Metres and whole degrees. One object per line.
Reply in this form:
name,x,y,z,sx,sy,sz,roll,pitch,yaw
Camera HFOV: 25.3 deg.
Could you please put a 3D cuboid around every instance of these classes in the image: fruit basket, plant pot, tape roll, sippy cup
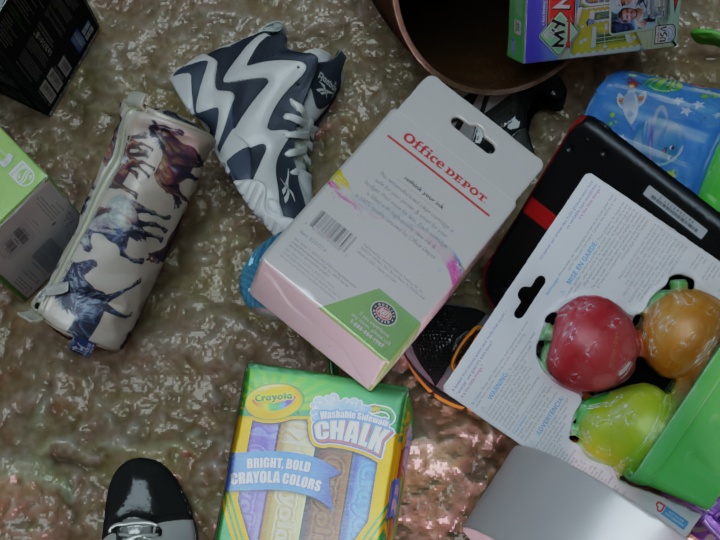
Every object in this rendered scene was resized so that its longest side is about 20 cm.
fruit basket,0.188,0.064,1.118,0.199,0.094,0.186,34,91,8
plant pot,0.068,-0.254,1.239,0.186,0.188,0.200,-37,32,-6
tape roll,0.170,0.206,1.104,0.201,0.203,0.071,33,79,12
sippy cup,0.235,-0.088,1.225,0.129,0.140,0.178,24,54,21

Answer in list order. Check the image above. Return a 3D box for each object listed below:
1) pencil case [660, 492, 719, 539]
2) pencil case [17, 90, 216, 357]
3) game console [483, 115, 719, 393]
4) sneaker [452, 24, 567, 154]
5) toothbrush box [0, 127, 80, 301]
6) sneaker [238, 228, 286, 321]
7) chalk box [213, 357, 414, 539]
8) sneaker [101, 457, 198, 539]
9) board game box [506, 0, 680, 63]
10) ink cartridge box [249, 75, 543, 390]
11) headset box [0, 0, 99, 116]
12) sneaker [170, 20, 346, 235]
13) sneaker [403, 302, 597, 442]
pencil case,0.302,0.119,1.178,0.084,0.086,0.201,35,79,14
pencil case,-0.183,-0.036,1.228,0.077,0.089,0.201,30,99,34
game console,0.199,0.008,1.191,0.200,0.031,0.178,39,121,13
sneaker,0.089,-0.100,1.266,0.090,0.067,0.200,40,78,16
toothbrush box,-0.317,-0.087,1.253,0.086,0.146,0.200,-43,76,-7
sneaker,0.000,0.000,1.208,0.198,0.081,0.077,-15,71,-24
chalk box,-0.027,0.141,1.177,0.122,0.125,0.202,9,76,7
sneaker,-0.162,0.233,1.181,0.073,0.089,0.202,-6,72,4
board game box,0.173,-0.256,1.153,0.133,0.029,0.202,-10,115,-22
ink cartridge box,0.028,-0.030,1.143,0.117,0.067,0.200,38,66,6
headset box,-0.332,-0.230,1.280,0.199,0.174,0.093,25,78,12
sneaker,-0.050,-0.113,1.273,0.129,0.080,0.200,-35,64,3
sneaker,0.115,0.082,1.208,0.199,0.077,0.079,31,80,13
